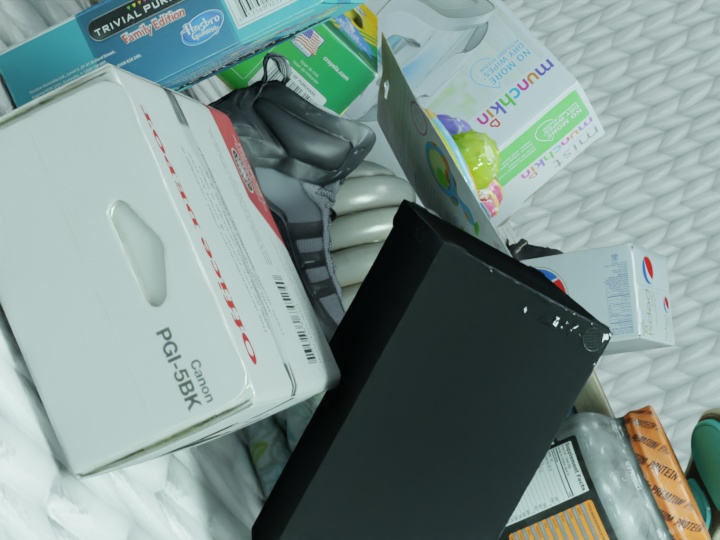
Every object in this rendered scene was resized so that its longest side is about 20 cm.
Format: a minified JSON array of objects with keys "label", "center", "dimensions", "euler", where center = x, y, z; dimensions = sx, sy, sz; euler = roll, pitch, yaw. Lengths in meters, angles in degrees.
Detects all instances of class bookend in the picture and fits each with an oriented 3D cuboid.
[{"label":"bookend","center":[0.022,0.080,0.975],"dimensions":[0.092,0.200,0.199],"euler":[28,4,-7]}]

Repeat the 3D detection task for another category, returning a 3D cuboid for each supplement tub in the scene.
[{"label":"supplement tub","center":[0.109,0.166,1.209],"dimensions":[0.123,0.199,0.123],"euler":[-23,90,-82]}]

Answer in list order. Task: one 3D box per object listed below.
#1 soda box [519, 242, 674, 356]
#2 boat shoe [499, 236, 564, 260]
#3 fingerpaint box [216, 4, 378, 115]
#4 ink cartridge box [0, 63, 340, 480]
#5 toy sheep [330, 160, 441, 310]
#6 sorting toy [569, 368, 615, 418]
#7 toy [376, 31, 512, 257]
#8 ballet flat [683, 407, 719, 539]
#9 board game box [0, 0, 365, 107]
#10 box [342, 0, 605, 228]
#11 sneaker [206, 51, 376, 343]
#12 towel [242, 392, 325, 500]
[{"label":"soda box","center":[0.104,0.031,1.298],"dimensions":[0.068,0.199,0.064],"euler":[13,70,-60]},{"label":"boat shoe","center":[0.105,0.073,1.391],"dimensions":[0.074,0.060,0.201],"euler":[69,31,-66]},{"label":"fingerpaint box","center":[-0.081,-0.183,1.201],"dimensions":[0.200,0.073,0.167],"euler":[42,14,-12]},{"label":"ink cartridge box","center":[-0.087,0.003,0.839],"dimensions":[0.200,0.083,0.147],"euler":[9,58,-80]},{"label":"toy sheep","center":[0.000,0.000,1.236],"dimensions":[0.138,0.137,0.201],"euler":[30,41,-76]},{"label":"sorting toy","center":[0.105,0.159,1.313],"dimensions":[0.200,0.185,0.036],"euler":[62,33,-17]},{"label":"toy","center":[0.071,-0.051,1.244],"dimensions":[0.115,0.047,0.200],"euler":[95,-27,-64]},{"label":"ballet flat","center":[0.241,0.133,1.247],"dimensions":[0.200,0.069,0.070],"euler":[98,-26,-64]},{"label":"board game box","center":[-0.083,-0.123,0.978],"dimensions":[0.200,0.151,0.047],"euler":[-56,122,-80]},{"label":"box","center":[0.044,-0.109,1.419],"dimensions":[0.177,0.200,0.097],"euler":[52,2,29]},{"label":"sneaker","center":[-0.027,-0.027,1.105],"dimensions":[0.200,0.114,0.075],"euler":[55,-11,-26]},{"label":"towel","center":[-0.002,0.152,1.086],"dimensions":[0.171,0.048,0.201],"euler":[46,21,-68]}]
